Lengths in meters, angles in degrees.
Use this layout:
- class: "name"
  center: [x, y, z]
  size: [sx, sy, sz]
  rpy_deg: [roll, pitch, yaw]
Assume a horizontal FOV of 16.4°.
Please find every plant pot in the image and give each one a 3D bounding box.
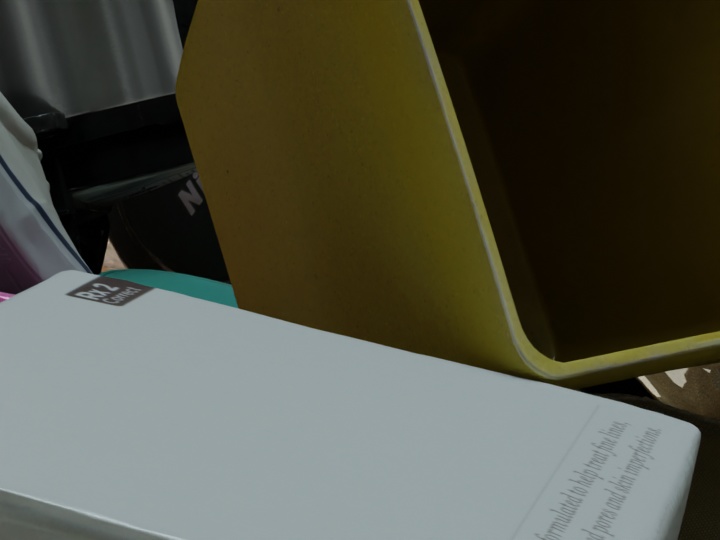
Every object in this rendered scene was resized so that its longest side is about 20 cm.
- class: "plant pot"
  center: [0.050, -0.043, 0.832]
  size: [0.199, 0.201, 0.176]
  rpy_deg: [-9, -16, -37]

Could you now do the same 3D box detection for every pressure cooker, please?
- class: "pressure cooker"
  center: [-0.146, -0.087, 1.042]
  size: [0.178, 0.201, 0.175]
  rpy_deg: [-12, 2, 42]

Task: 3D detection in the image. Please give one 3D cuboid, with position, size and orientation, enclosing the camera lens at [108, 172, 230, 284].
- class: "camera lens"
  center: [-0.027, -0.058, 1.240]
  size: [0.159, 0.161, 0.200]
  rpy_deg: [16, 14, 22]

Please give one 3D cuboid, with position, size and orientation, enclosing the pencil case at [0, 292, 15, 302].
- class: "pencil case"
  center: [-0.149, 0.039, 0.864]
  size: [0.199, 0.094, 0.091]
  rpy_deg: [11, -3, -7]

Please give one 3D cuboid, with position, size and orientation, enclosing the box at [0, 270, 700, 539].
- class: "box"
  center: [-0.032, 0.098, 0.625]
  size: [0.199, 0.132, 0.199]
  rpy_deg: [13, 13, 12]

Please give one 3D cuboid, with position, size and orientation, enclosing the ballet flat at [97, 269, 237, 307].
- class: "ballet flat"
  center: [-0.016, 0.050, 0.989]
  size: [0.199, 0.073, 0.072]
  rpy_deg: [9, 13, -3]

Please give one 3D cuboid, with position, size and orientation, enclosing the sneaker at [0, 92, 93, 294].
- class: "sneaker"
  center: [-0.130, -0.014, 0.915]
  size: [0.073, 0.201, 0.071]
  rpy_deg: [-7, 46, 14]

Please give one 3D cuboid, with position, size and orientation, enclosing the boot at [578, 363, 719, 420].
- class: "boot"
  center: [0.110, 0.005, 1.179]
  size: [0.075, 0.074, 0.200]
  rpy_deg: [-12, 49, -38]

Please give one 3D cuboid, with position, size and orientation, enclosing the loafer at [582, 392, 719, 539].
- class: "loafer"
  center: [0.134, 0.092, 0.813]
  size: [0.199, 0.076, 0.068]
  rpy_deg: [26, -17, 18]

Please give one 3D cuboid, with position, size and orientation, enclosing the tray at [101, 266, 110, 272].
- class: "tray"
  center: [-0.189, 0.018, 1.064]
  size: [0.199, 0.037, 0.098]
  rpy_deg: [-1, 17, -38]
